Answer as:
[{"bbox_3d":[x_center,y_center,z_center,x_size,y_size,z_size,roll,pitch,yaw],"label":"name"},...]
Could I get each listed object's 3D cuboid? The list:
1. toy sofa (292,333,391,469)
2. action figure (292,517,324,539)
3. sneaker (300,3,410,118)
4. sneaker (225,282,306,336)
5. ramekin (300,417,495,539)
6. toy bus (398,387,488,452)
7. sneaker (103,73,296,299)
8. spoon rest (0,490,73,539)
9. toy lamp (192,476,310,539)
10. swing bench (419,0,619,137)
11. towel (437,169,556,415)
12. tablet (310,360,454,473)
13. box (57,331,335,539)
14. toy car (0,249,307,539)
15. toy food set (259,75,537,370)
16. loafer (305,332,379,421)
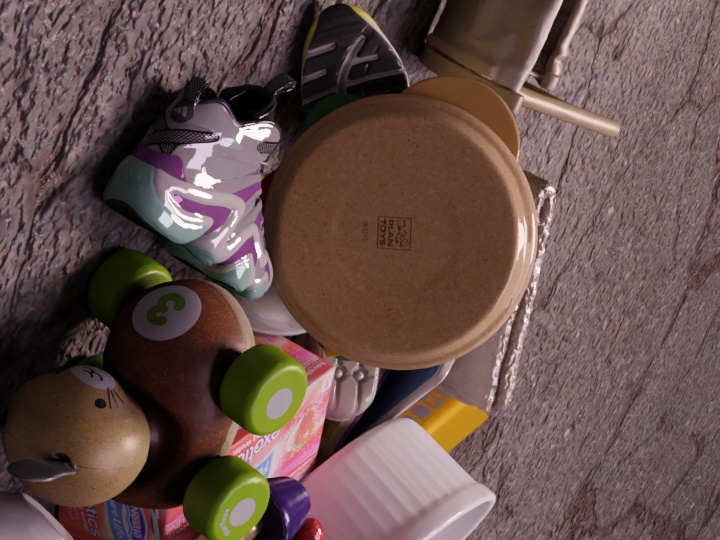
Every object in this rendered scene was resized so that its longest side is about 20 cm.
[{"bbox_3d":[-0.003,0.061,1.851,0.200,0.083,0.098,-56,156,-14],"label":"toy sofa"},{"bbox_3d":[-0.116,0.225,1.684,0.200,0.052,0.065,-27,-174,13],"label":"action figure"},{"bbox_3d":[0.003,-0.124,1.693,0.090,0.078,0.200,-97,170,-45],"label":"sneaker"},{"bbox_3d":[0.000,0.000,1.699,0.199,0.077,0.081,-9,173,-18],"label":"sneaker"},{"bbox_3d":[0.000,0.204,1.806,0.200,0.098,0.201,-38,168,-10],"label":"ramekin"},{"bbox_3d":[0.055,0.119,2.044,0.200,0.078,0.065,-35,145,-47],"label":"toy bus"},{"bbox_3d":[-0.081,-0.067,1.553,0.140,0.078,0.200,-59,157,-6],"label":"sneaker"},{"bbox_3d":[-0.241,0.159,1.469,0.061,0.099,0.200,-45,140,-4],"label":"spoon rest"},{"bbox_3d":[-0.102,0.188,1.572,0.200,0.058,0.058,-28,140,-53],"label":"toy lamp"},{"bbox_3d":[0.147,-0.227,1.802,0.200,0.130,0.199,7,110,-60],"label":"swing bench"},{"bbox_3d":[0.098,0.008,1.894,0.034,0.132,0.201,6,104,-33],"label":"towel"},{"bbox_3d":[0.032,0.085,1.881,0.200,0.014,0.130,-41,-163,46],"label":"tablet"},{"bbox_3d":[-0.117,0.128,1.670,0.200,0.095,0.103,-35,146,-47],"label":"box"},{"bbox_3d":[-0.167,0.086,1.462,0.200,0.164,0.158,-6,121,-49],"label":"toy car"},{"bbox_3d":[0.024,-0.030,1.628,0.049,0.197,0.201,-49,127,-80],"label":"toy food set"},{"bbox_3d":[-0.010,0.015,1.773,0.070,0.070,0.201,145,-42,-69],"label":"loafer"}]
